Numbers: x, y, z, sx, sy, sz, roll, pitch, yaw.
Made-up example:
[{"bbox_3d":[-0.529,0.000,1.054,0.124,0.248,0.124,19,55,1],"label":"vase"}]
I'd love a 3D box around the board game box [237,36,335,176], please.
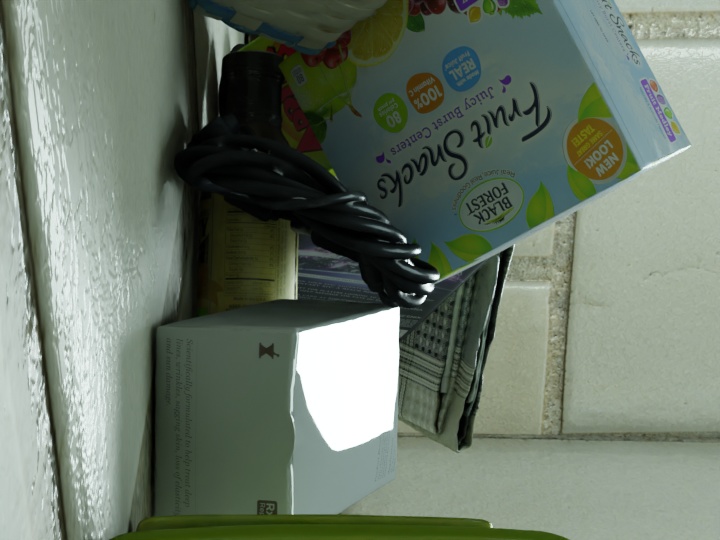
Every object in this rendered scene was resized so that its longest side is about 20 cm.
[{"bbox_3d":[0.013,-0.139,1.166,0.048,0.200,0.102,-26,88,-54],"label":"board game box"}]

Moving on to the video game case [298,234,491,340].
[{"bbox_3d":[0.000,0.000,1.234,0.200,0.143,0.019,132,-39,-58],"label":"video game case"}]

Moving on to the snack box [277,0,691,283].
[{"bbox_3d":[0.069,-0.099,1.063,0.068,0.200,0.169,-25,88,-47],"label":"snack box"}]

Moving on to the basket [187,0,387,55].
[{"bbox_3d":[-0.020,-0.229,1.006,0.200,0.139,0.176,-45,-146,44],"label":"basket"}]

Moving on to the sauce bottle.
[{"bbox_3d":[-0.070,-0.037,1.134,0.065,0.065,0.200,88,3,-80],"label":"sauce bottle"}]

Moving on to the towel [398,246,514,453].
[{"bbox_3d":[0.033,0.018,1.363,0.200,0.035,0.193,22,-76,50],"label":"towel"}]

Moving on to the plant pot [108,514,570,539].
[{"bbox_3d":[-0.015,0.202,0.785,0.181,0.199,0.200,-178,-92,-85],"label":"plant pot"}]

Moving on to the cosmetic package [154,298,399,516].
[{"bbox_3d":[-0.041,0.077,0.995,0.200,0.081,0.113,-3,95,-72],"label":"cosmetic package"}]

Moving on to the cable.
[{"bbox_3d":[-0.029,-0.028,1.008,0.051,0.163,0.200,-54,-172,-3],"label":"cable"}]

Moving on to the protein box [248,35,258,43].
[{"bbox_3d":[-0.028,-0.236,1.620,0.199,0.135,0.200,90,1,-81],"label":"protein box"}]

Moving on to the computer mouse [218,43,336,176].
[{"bbox_3d":[-0.051,-0.063,1.288,0.200,0.046,0.141,40,38,-51],"label":"computer mouse"}]
